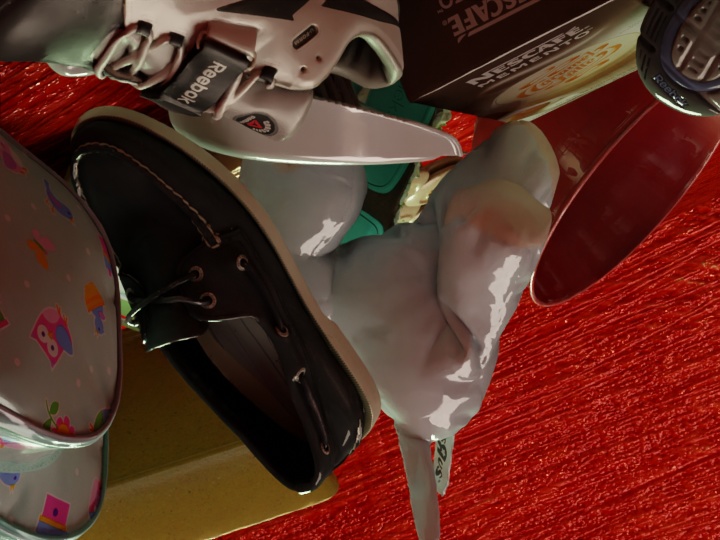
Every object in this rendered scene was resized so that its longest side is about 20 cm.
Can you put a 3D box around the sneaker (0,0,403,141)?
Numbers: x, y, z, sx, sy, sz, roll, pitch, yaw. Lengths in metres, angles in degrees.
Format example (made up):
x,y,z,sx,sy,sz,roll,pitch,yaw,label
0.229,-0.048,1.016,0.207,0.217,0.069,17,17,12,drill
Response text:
x,y,z,sx,sy,sz,roll,pitch,yaw,label
-0.058,-0.093,0.720,0.198,0.089,0.074,-15,173,-35,sneaker

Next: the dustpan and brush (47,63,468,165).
x,y,z,sx,sy,sz,roll,pitch,yaw,label
-0.064,-0.086,0.811,0.198,0.058,0.139,-9,-155,-32,dustpan and brush

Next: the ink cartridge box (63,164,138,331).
x,y,z,sx,sy,sz,roll,pitch,yaw,label
-0.126,-0.013,1.045,0.103,0.060,0.200,20,165,-6,ink cartridge box

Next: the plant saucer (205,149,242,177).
x,y,z,sx,sy,sz,roll,pitch,yaw,label
-0.035,-0.077,1.102,0.198,0.033,0.200,-22,173,-3,plant saucer

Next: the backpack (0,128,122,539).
x,y,z,sx,sy,sz,roll,pitch,yaw,label
-0.181,0.031,0.735,0.152,0.177,0.200,-20,145,17,backpack

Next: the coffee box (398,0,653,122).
x,y,z,sx,sy,sz,roll,pitch,yaw,label
0.085,-0.133,0.877,0.114,0.080,0.200,-25,173,19,coffee box

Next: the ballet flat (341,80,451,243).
x,y,z,sx,sy,sz,roll,pitch,yaw,label
-0.001,-0.050,0.997,0.201,0.075,0.064,-55,180,19,ballet flat

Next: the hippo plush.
x,y,z,sx,sy,sz,roll,pitch,yaw,label
0.000,0.000,0.923,0.159,0.202,0.159,19,-163,1,hippo plush

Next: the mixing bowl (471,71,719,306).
x,y,z,sx,sy,sz,roll,pitch,yaw,label
0.144,-0.088,1.171,0.200,0.108,0.201,-40,159,-19,mixing bowl

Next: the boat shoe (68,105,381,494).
x,y,z,sx,sy,sz,roll,pitch,yaw,label
-0.068,0.020,0.797,0.074,0.200,0.066,-14,-149,37,boat shoe

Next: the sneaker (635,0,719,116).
x,y,z,sx,sy,sz,roll,pitch,yaw,label
0.187,-0.168,0.804,0.201,0.074,0.087,-57,-179,24,sneaker

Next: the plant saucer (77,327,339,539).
x,y,z,sx,sy,sz,roll,pitch,yaw,label
-0.138,0.100,1.245,0.198,0.201,0.049,-17,135,-13,plant saucer

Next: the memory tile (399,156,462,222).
x,y,z,sx,sy,sz,roll,pitch,yaw,label
0.004,-0.031,1.218,0.153,0.017,0.199,-38,164,36,memory tile
